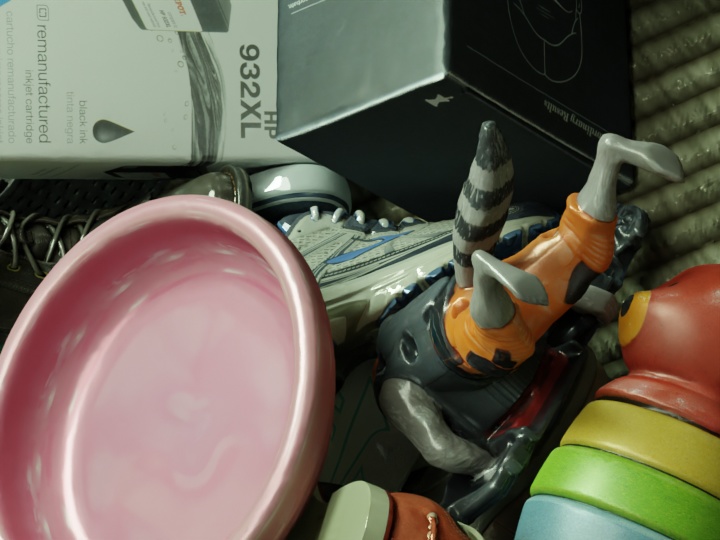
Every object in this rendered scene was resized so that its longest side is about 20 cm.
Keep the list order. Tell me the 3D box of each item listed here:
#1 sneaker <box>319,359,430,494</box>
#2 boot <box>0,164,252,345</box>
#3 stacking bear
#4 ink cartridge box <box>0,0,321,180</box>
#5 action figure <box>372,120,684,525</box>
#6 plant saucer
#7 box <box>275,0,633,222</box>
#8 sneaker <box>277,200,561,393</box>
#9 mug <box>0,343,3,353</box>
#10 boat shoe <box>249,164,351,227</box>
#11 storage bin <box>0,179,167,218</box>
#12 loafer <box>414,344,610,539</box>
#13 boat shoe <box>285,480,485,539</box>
[{"bbox_3d":[0.002,0.075,1.425,0.080,0.070,0.202,-12,66,21],"label":"sneaker"},{"bbox_3d":[-0.168,-0.011,1.439,0.200,0.174,0.070,-35,47,38],"label":"boot"},{"bbox_3d":[0.127,0.090,1.267,0.121,0.113,0.201,140,155,-78],"label":"stacking bear"},{"bbox_3d":[-0.105,-0.121,1.480,0.084,0.199,0.146,167,102,-69],"label":"ink cartridge box"},{"bbox_3d":[0.066,0.005,1.299,0.200,0.104,0.194,-57,2,-40],"label":"action figure"},{"bbox_3d":[-0.085,0.068,1.310,0.200,0.051,0.202,-17,61,33],"label":"plant saucer"},{"bbox_3d":[0.046,-0.139,1.416,0.107,0.148,0.201,-19,59,35],"label":"box"},{"bbox_3d":[0.000,0.000,1.390,0.199,0.077,0.085,-21,57,-13],"label":"sneaker"},{"bbox_3d":[-0.249,0.034,1.621,0.152,0.114,0.186,-33,87,26],"label":"mug"},{"bbox_3d":[-0.073,0.029,1.508,0.200,0.071,0.091,-36,51,34],"label":"boat shoe"},{"bbox_3d":[-0.148,-0.125,1.624,0.200,0.094,0.135,-53,45,11],"label":"storage bin"},{"bbox_3d":[0.057,0.125,1.349,0.072,0.063,0.200,11,61,55],"label":"loafer"},{"bbox_3d":[0.000,0.127,1.285,0.200,0.062,0.072,158,129,-71],"label":"boat shoe"}]
